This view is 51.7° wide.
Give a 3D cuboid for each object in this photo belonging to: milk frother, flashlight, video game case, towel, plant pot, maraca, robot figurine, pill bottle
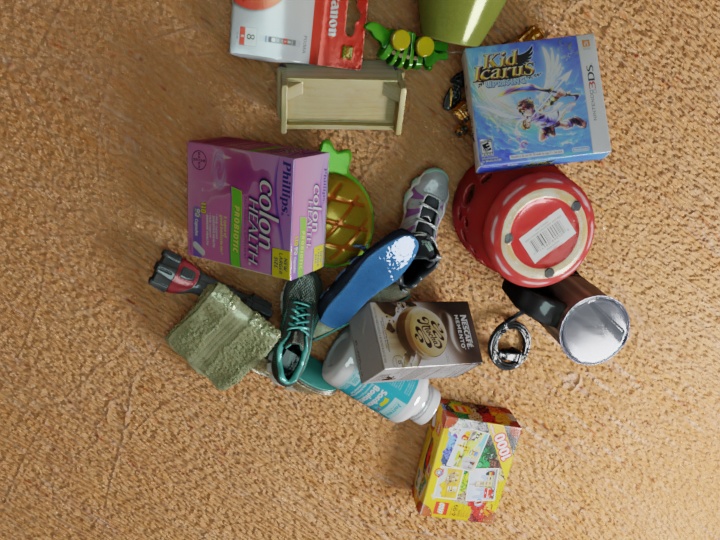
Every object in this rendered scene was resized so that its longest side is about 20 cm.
[{"bbox_3d":[0.320,0.106,1.250,0.178,0.188,0.203,1,107,-7],"label":"milk frother"},{"bbox_3d":[-0.245,0.037,1.220,0.199,0.068,0.068,29,110,-21],"label":"flashlight"},{"bbox_3d":[0.261,-0.250,1.112,0.197,0.045,0.184,-7,83,1],"label":"video game case"},{"bbox_3d":[-0.224,0.112,1.198,0.148,0.037,0.200,40,130,-10],"label":"towel"},{"bbox_3d":[0.152,-0.438,1.077,0.184,0.188,0.202,7,115,-10],"label":"plant pot"},{"bbox_3d":[-0.050,-0.103,1.178,0.136,0.107,0.202,-18,105,-12],"label":"maraca"},{"bbox_3d":[0.261,-0.083,1.190,0.197,0.183,0.203,-2,105,-6],"label":"plant pot"},{"bbox_3d":[0.228,-0.285,1.184,0.200,0.058,0.145,-43,103,6],"label":"robot figurine"},{"bbox_3d":[0.040,0.187,1.277,0.199,0.111,0.111,33,100,-15],"label":"pill bottle"}]

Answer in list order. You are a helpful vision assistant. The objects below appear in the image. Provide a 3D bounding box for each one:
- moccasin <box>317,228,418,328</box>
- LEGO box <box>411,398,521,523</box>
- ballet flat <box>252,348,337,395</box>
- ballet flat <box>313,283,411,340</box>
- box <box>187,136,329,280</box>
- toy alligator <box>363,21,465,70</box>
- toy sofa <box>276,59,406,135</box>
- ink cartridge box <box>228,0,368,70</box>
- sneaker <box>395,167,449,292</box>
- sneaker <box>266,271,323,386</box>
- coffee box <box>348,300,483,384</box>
[{"bbox_3d":[0.000,0.000,1.153,0.199,0.068,0.080,-40,127,11],"label":"moccasin"},{"bbox_3d":[0.192,0.349,1.365,0.147,0.077,0.203,10,105,-11],"label":"LEGO box"},{"bbox_3d":[-0.132,0.167,1.281,0.199,0.071,0.065,33,128,-13],"label":"ballet flat"},{"bbox_3d":[-0.011,0.055,1.255,0.198,0.067,0.063,-24,99,0],"label":"ballet flat"},{"bbox_3d":[-0.157,-0.098,1.119,0.198,0.096,0.178,13,109,26],"label":"box"},{"bbox_3d":[0.092,-0.333,1.147,0.198,0.059,0.055,8,106,-24],"label":"toy alligator"},{"bbox_3d":[-0.031,-0.269,1.152,0.197,0.098,0.084,-1,130,-8],"label":"toy sofa"},{"bbox_3d":[-0.089,-0.387,1.095,0.197,0.050,0.165,7,101,2],"label":"ink cartridge box"},{"bbox_3d":[0.106,-0.057,1.192,0.077,0.140,0.202,16,106,-19],"label":"sneaker"},{"bbox_3d":[-0.099,0.095,1.192,0.077,0.091,0.203,10,94,-11],"label":"sneaker"},{"bbox_3d":[0.091,0.115,1.219,0.198,0.080,0.114,0,66,-32],"label":"coffee box"}]
